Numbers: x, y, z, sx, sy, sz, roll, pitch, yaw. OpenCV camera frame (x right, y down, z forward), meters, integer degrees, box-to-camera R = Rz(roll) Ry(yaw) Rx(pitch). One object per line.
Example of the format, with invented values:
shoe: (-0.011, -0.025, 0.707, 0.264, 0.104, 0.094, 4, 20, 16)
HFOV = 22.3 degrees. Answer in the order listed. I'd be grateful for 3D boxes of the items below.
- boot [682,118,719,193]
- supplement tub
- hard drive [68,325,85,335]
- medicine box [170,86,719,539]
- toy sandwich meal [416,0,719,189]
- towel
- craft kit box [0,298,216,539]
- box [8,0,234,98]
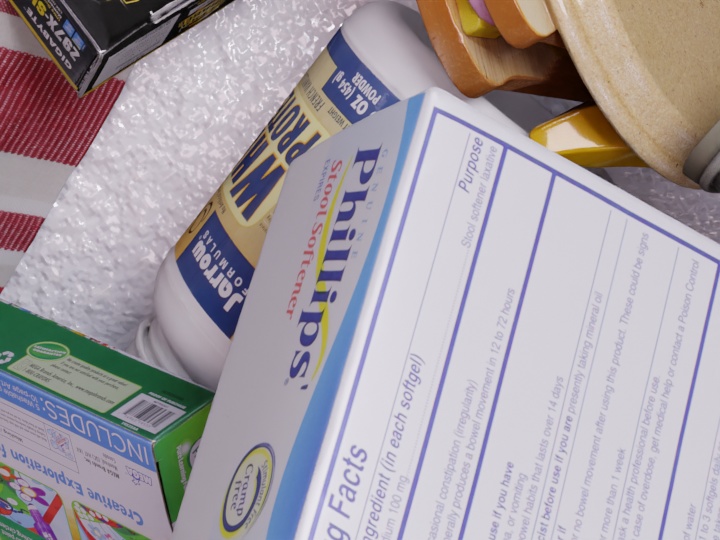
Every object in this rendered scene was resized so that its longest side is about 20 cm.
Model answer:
boot: (0.228, 0.007, 0.693, 0.073, 0.181, 0.200, -49, 67, 24)
supplement tub: (0.000, 0.000, 0.797, 0.144, 0.144, 0.200, 39, 103, 2)
hard drive: (-0.082, 0.126, 0.862, 0.200, 0.027, 0.132, 37, 137, 2)
medicine box: (0.055, 0.067, 0.653, 0.199, 0.103, 0.183, 26, 67, -22)
toy sandwich meal: (0.096, -0.117, 0.745, 0.070, 0.205, 0.206, -17, 96, 34)
towel: (-0.191, -0.037, 0.829, 0.023, 0.144, 0.200, 40, 104, 24)
craft kit box: (-0.129, 0.113, 0.809, 0.199, 0.048, 0.198, 20, 128, 36)
box: (-0.115, -0.199, 0.785, 0.159, 0.049, 0.200, -37, 90, -28)
